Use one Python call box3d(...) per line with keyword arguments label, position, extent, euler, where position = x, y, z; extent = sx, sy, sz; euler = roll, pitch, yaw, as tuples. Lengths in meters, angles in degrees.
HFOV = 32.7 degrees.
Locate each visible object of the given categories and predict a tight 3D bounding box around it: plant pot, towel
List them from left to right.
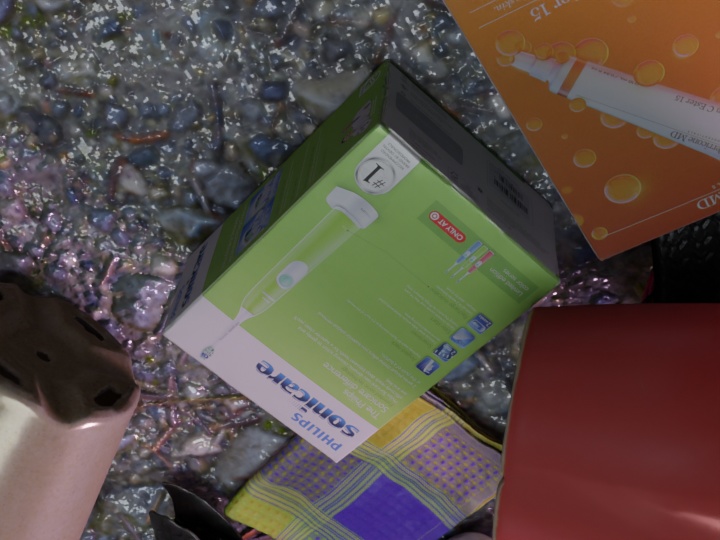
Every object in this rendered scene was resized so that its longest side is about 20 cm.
box3d(label="plant pot", position=(-0.240, 0.119, 0.798), extent=(0.199, 0.201, 0.184), euler=(30, 110, -14))
box3d(label="towel", position=(0.011, 0.155, 0.884), extent=(0.143, 0.023, 0.200), euler=(39, 118, -20))
box3d(label="plant pot", position=(0.171, 0.105, 0.686), extent=(0.175, 0.201, 0.202), euler=(8, 125, 11))

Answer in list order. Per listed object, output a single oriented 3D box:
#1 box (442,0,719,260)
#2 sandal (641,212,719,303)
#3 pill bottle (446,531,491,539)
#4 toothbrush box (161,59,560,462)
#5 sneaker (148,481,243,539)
box3d(label="box", position=(0.132, -0.123, 0.625), extent=(0.123, 0.098, 0.200), euler=(-23, 128, 21))
box3d(label="sandal", position=(0.209, 0.018, 0.768), extent=(0.074, 0.045, 0.203), euler=(-3, 109, 1))
box3d(label="pill bottle", position=(0.127, 0.291, 0.911), extent=(0.108, 0.109, 0.200), euler=(-38, 113, 26))
box3d(label="toothbrush box", position=(0.000, 0.000, 0.743), extent=(0.145, 0.086, 0.200), euler=(37, 118, -19))
box3d(label="sneaker", position=(-0.111, 0.252, 0.939), extent=(0.103, 0.060, 0.201), euler=(16, 132, 10))
